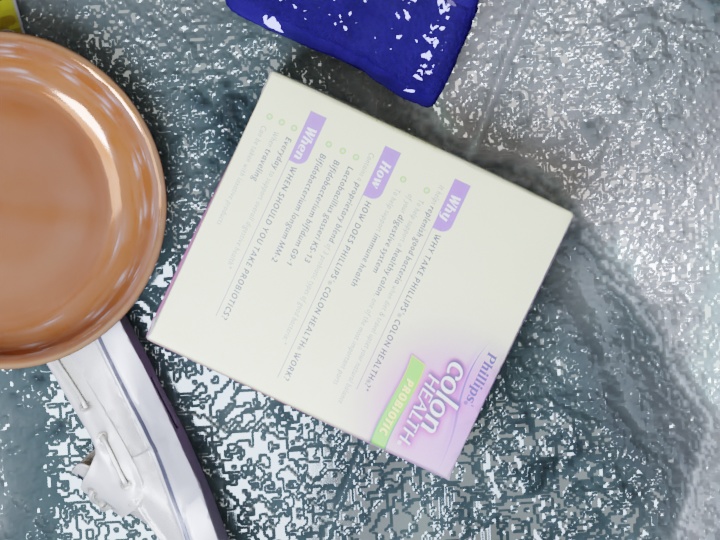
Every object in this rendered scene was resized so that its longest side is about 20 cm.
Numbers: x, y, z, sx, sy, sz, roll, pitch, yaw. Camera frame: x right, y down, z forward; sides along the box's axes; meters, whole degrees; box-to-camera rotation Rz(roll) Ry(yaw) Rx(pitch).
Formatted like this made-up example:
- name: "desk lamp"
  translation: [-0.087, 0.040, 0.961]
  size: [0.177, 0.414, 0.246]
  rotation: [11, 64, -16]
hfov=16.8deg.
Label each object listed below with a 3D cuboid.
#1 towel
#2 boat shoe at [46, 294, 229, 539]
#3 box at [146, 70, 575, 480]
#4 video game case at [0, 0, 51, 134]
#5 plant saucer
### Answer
- name: "towel"
  translation: [0.019, -0.214, 1.437]
  size: [0.147, 0.050, 0.200]
  rotation: [27, 116, 6]
- name: "boat shoe"
  translation: [-0.140, 0.116, 1.485]
  size: [0.070, 0.071, 0.200]
  rotation: [-26, 91, 1]
- name: "box"
  translation: [0.000, 0.000, 1.464]
  size: [0.200, 0.097, 0.176]
  rotation: [25, 94, -1]
- name: "video game case"
  translation: [-0.281, -0.070, 1.457]
  size: [0.200, 0.025, 0.181]
  rotation: [-18, 95, -22]
- name: "plant saucer"
  translation: [-0.215, -0.041, 1.445]
  size: [0.200, 0.037, 0.201]
  rotation: [2, 84, -21]
